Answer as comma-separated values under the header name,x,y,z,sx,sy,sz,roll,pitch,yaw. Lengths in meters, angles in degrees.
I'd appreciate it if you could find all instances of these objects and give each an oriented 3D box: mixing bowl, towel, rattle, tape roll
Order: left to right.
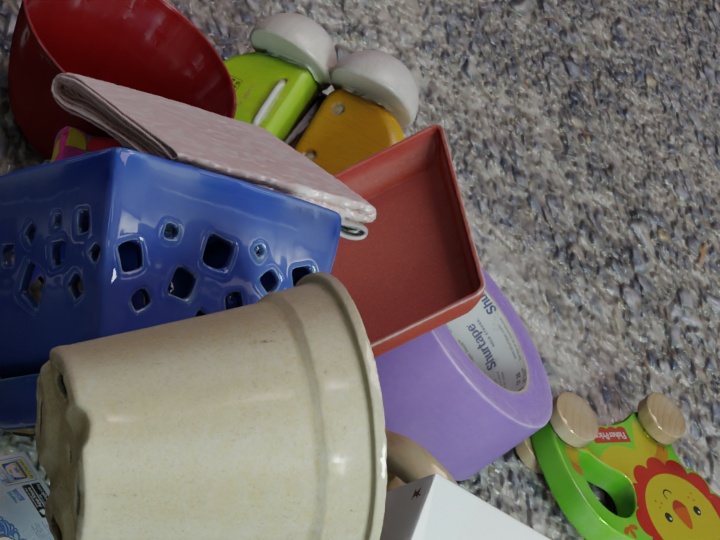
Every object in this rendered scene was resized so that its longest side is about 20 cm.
name,x,y,z,sx,sy,sz,roll,pitch,yaw
mixing bowl,-0.213,-0.144,1.920,0.199,0.109,0.201,29,31,-19
towel,-0.110,-0.087,1.759,0.199,0.032,0.191,15,14,-40
rattle,-0.008,0.180,1.786,0.200,0.143,0.130,42,-8,19
tape roll,0.065,0.065,1.928,0.200,0.085,0.201,44,24,-25

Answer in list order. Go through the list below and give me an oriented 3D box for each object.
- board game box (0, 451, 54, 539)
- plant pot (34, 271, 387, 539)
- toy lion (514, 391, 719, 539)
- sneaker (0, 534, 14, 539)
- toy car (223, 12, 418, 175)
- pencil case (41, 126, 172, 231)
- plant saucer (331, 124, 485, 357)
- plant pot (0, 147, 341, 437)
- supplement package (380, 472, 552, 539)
name,x,y,z,sx,sy,sz,roll,pitch,yaw
board game box,-0.242,0.216,1.478,0.198,0.043,0.201,-6,54,-52
plant pot,-0.102,0.106,1.474,0.182,0.201,0.201,-4,47,-20
toy lion,0.246,0.202,2.030,0.199,0.069,0.193,4,53,-45
sneaker,-0.152,0.224,1.442,0.200,0.086,0.078,42,31,1
toy car,-0.047,-0.108,2.026,0.199,0.176,0.150,26,-18,19
pencil case,-0.156,-0.052,1.833,0.198,0.089,0.089,13,37,-16
plant saucer,0.000,0.000,1.844,0.037,0.199,0.200,52,17,-41
plant pot,-0.152,0.033,1.648,0.199,0.199,0.182,14,76,-37
supplement package,0.070,0.255,1.532,0.199,0.150,0.153,31,64,-16
